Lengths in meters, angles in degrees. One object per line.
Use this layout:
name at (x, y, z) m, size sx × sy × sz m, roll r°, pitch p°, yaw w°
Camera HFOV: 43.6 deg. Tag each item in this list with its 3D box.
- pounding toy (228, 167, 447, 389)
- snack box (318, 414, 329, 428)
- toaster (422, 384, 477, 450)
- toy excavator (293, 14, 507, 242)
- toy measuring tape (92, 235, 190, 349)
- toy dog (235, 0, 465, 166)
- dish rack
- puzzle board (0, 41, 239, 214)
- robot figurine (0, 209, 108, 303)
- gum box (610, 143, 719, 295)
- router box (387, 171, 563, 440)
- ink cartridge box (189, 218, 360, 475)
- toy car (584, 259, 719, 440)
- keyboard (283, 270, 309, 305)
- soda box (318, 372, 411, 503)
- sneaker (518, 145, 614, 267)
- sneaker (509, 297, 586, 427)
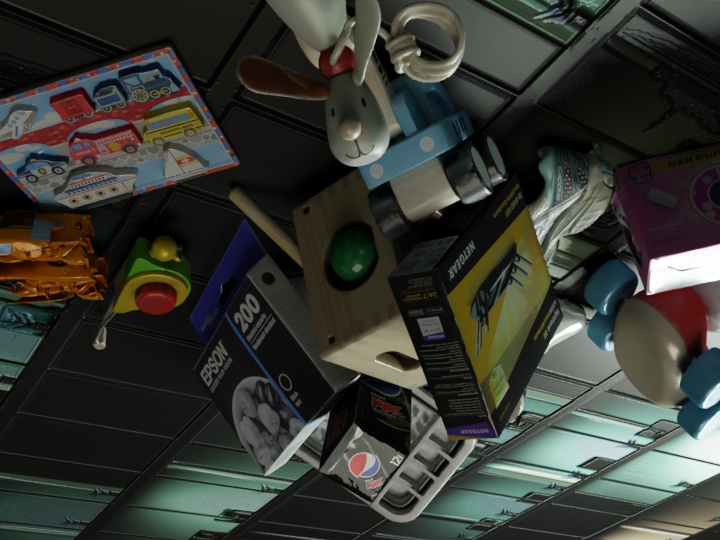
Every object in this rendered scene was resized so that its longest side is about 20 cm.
pounding toy at (0.000, 0.000, 0.860) m, size 0.141 × 0.187 × 0.199 m, roll -28°, pitch 149°, yaw 27°
snack box at (-0.011, 0.091, 1.012) m, size 0.071 × 0.024 × 0.203 m, roll 18°, pitch 113°, yaw -8°
toaster at (0.068, 0.186, 1.176) m, size 0.196 × 0.115 × 0.130 m, roll -16°, pitch 142°, yaw 16°
toy excavator at (0.023, -0.133, 0.736) m, size 0.099 × 0.203 × 0.194 m, roll -25°, pitch -175°, yaw 23°
toy measuring tape at (-0.222, 0.029, 0.936) m, size 0.072 × 0.075 × 0.200 m, roll 12°, pitch 141°, yaw -26°
toy dog at (-0.032, -0.175, 0.586) m, size 0.132 × 0.201 × 0.096 m, roll -42°, pitch 176°, yaw 13°
dish rack at (0.022, 0.191, 1.084) m, size 0.198 × 0.044 × 0.173 m, roll 34°, pitch 114°, yaw -3°
puzzle board at (-0.222, -0.111, 0.782) m, size 0.196 × 0.018 × 0.151 m, roll -14°, pitch 144°, yaw 10°
robot figurine at (-0.349, -0.009, 0.860) m, size 0.195 × 0.059 × 0.146 m, roll -4°, pitch 151°, yaw -5°
gum box at (0.351, -0.058, 0.881) m, size 0.196 × 0.115 × 0.067 m, roll -13°, pitch 145°, yaw 7°
router box at (0.110, 0.026, 0.802) m, size 0.051 × 0.200 × 0.160 m, roll -9°, pitch 113°, yaw 34°
ink cartridge box at (-0.110, 0.084, 0.934) m, size 0.043 × 0.201 × 0.199 m, roll -25°, pitch 161°, yaw -41°
toy car at (0.392, 0.048, 1.036) m, size 0.199 × 0.185 × 0.178 m, roll -37°, pitch 145°, yaw -8°
keyboard at (-0.031, 0.035, 1.024) m, size 0.195 × 0.040 × 0.106 m, roll -3°, pitch 122°, yaw -3°
soda box at (0.010, 0.136, 0.906) m, size 0.063 × 0.201 × 0.071 m, roll 31°, pitch 112°, yaw -9°
sneaker at (0.162, -0.051, 0.908) m, size 0.085 × 0.079 × 0.201 m, roll 21°, pitch 130°, yaw -17°
sneaker at (0.193, 0.119, 1.075) m, size 0.195 × 0.131 × 0.080 m, roll -13°, pitch 146°, yaw -9°
